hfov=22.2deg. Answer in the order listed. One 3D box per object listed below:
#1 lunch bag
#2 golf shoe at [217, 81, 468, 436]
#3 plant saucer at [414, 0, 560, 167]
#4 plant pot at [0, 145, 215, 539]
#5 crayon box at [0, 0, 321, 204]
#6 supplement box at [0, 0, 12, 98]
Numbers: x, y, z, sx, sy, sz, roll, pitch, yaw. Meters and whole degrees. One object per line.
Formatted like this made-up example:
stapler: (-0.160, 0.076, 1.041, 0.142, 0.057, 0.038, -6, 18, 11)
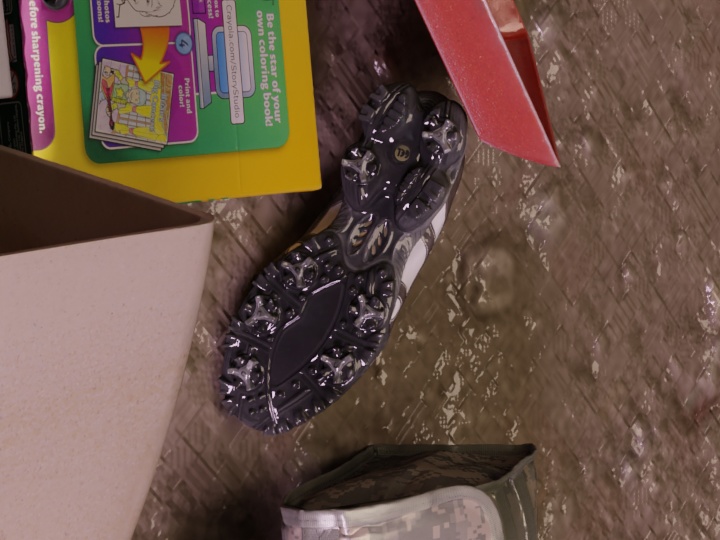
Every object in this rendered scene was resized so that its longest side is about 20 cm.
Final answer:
lunch bag: (0.026, 0.182, 0.930, 0.200, 0.117, 0.166, -16, 103, -70)
golf shoe: (0.000, 0.000, 0.970, 0.201, 0.077, 0.094, -57, 169, 2)
plant saucer: (0.044, -0.169, 0.970, 0.200, 0.036, 0.201, -90, 154, -63)
plant pot: (-0.193, 0.058, 0.731, 0.199, 0.199, 0.179, -12, 110, -41)
crayon box: (-0.106, -0.131, 0.883, 0.172, 0.058, 0.202, -8, 96, -43)
supplement box: (-0.247, -0.114, 0.754, 0.199, 0.061, 0.110, -10, 97, -43)
